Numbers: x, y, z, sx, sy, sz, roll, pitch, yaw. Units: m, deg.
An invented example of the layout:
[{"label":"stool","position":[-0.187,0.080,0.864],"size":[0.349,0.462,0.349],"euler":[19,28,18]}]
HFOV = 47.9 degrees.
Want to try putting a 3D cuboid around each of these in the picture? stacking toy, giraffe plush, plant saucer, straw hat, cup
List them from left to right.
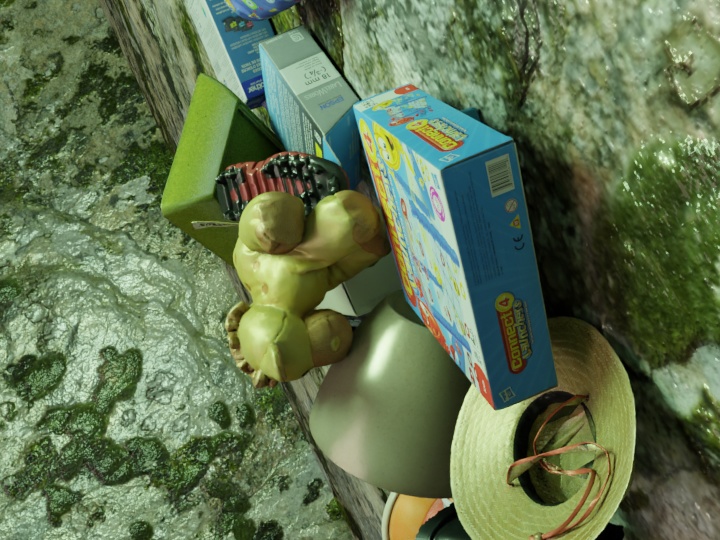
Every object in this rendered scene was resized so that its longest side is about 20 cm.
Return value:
[{"label":"plant saucer","position":[-0.143,-0.112,1.008],"size":[0.200,0.047,0.202],"euler":[42,-130,-49]},{"label":"giraffe plush","position":[-0.064,0.027,0.763],"size":[0.172,0.198,0.164],"euler":[33,-127,-70]},{"label":"cup","position":[0.060,0.104,0.801],"size":[0.200,0.198,0.145],"euler":[44,127,54]},{"label":"stacking toy","position":[0.135,0.343,1.038],"size":[0.199,0.146,0.147],"euler":[15,130,52]},{"label":"straw hat","position":[0.162,0.143,0.628],"size":[0.085,0.203,0.201],"euler":[25,-177,-25]}]

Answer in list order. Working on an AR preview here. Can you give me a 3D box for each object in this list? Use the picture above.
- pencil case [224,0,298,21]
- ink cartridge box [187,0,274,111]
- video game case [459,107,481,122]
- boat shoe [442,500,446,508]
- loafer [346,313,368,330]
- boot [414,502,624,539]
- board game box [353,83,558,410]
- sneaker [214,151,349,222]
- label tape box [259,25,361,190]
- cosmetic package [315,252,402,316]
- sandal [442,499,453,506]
[{"label":"pencil case","position":[-0.091,-0.308,0.829],"size":[0.087,0.078,0.200],"euler":[39,175,-21]},{"label":"ink cartridge box","position":[-0.160,-0.294,1.105],"size":[0.202,0.076,0.136],"euler":[69,166,-8]},{"label":"video game case","position":[0.080,-0.065,0.736],"size":[0.144,0.018,0.200],"euler":[69,165,-10]},{"label":"boat shoe","position":[0.136,0.277,0.975],"size":[0.074,0.067,0.201],"euler":[51,-149,-53]},{"label":"loafer","position":[-0.011,0.081,1.037],"size":[0.068,0.071,0.200],"euler":[48,142,-19]},{"label":"boot","position":[0.162,0.237,0.745],"size":[0.161,0.197,0.074],"euler":[-7,98,43]},{"label":"board game box","position":[0.071,-0.027,0.640],"size":[0.196,0.055,0.202],"euler":[-128,19,-62]},{"label":"sneaker","position":[-0.069,-0.093,0.873],"size":[0.199,0.097,0.072],"euler":[0,104,49]},{"label":"label tape box","position":[-0.042,-0.156,0.931],"size":[0.201,0.063,0.145],"euler":[57,164,27]},{"label":"cosmetic package","position":[0.000,0.000,0.957],"size":[0.074,0.103,0.200],"euler":[67,167,-5]},{"label":"sandal","position":[0.103,0.197,0.953],"size":[0.207,0.079,0.059],"euler":[55,155,30]}]
